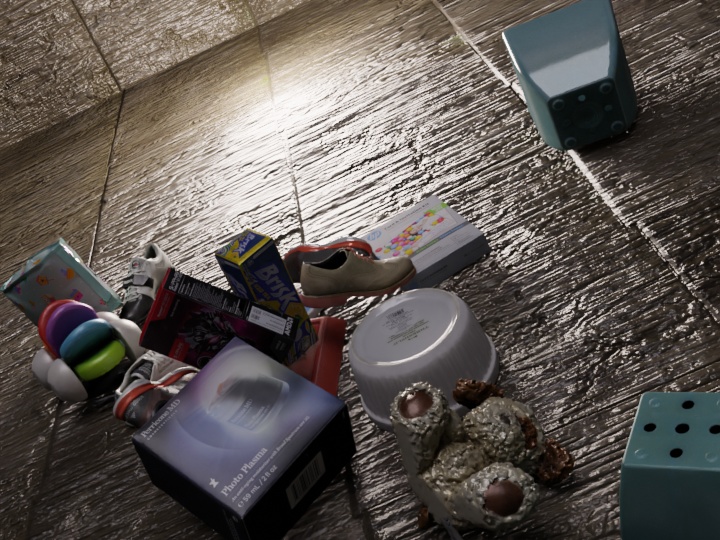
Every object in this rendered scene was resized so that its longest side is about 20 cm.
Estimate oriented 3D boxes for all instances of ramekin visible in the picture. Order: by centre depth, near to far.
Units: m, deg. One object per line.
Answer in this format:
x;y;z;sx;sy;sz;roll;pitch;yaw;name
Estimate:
0.078;0.114;1.314;0.200;0.105;0.200;-20;30;12;ramekin

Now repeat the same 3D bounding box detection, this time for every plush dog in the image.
0.141;0.213;1.111;0.171;0.161;0.200;-27;55;-30;plush dog

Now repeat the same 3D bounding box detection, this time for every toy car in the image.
-0.487;0.121;1.682;0.175;0.150;0.200;-37;26;-25;toy car

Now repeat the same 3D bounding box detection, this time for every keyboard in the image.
-0.405;0.192;1.666;0.199;0.021;0.127;-19;25;15;keyboard

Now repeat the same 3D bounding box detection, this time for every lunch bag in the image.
-0.558;0.036;1.841;0.200;0.170;0.122;-25;23;42;lunch bag

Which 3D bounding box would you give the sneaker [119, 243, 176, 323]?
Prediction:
-0.431;0.024;1.884;0.074;0.089;0.200;-12;34;22;sneaker

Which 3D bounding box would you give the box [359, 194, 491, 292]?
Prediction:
0.103;-0.043;1.607;0.156;0.041;0.200;-30;29;-6;box

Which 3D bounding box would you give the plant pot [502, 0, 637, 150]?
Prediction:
0.378;-0.323;1.686;0.196;0.196;0.200;-18;39;14;plant pot

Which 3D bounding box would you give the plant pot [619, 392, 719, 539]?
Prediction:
0.312;0.211;0.877;0.141;0.200;0.141;-5;36;35;plant pot

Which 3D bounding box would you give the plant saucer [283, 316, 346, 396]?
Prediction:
-0.127;0.147;1.472;0.199;0.037;0.200;-13;35;15;plant saucer

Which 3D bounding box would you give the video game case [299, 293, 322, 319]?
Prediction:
-0.164;0.107;1.607;0.143;0.017;0.200;5;42;44;video game case

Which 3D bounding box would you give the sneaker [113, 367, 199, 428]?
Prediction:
-0.259;0.193;1.346;0.077;0.082;0.200;-59;-18;15;sneaker

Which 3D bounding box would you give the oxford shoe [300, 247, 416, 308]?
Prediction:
0.000;0.000;1.462;0.199;0.075;0.070;-16;21;-32;oxford shoe

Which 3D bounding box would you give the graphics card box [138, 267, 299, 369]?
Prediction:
-0.200;0.087;1.367;0.051;0.199;0.126;-82;18;-51;graphics card box

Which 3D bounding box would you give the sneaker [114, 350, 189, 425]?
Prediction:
-0.324;0.157;1.575;0.076;0.081;0.200;15;51;22;sneaker

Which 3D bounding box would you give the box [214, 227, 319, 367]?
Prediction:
-0.134;0.040;1.409;0.070;0.200;0.064;-42;39;-26;box

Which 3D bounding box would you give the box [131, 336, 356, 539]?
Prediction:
-0.147;0.223;1.243;0.198;0.123;0.200;26;56;29;box

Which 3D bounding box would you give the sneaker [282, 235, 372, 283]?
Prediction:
-0.069;0.001;1.644;0.200;0.077;0.082;-18;55;42;sneaker
